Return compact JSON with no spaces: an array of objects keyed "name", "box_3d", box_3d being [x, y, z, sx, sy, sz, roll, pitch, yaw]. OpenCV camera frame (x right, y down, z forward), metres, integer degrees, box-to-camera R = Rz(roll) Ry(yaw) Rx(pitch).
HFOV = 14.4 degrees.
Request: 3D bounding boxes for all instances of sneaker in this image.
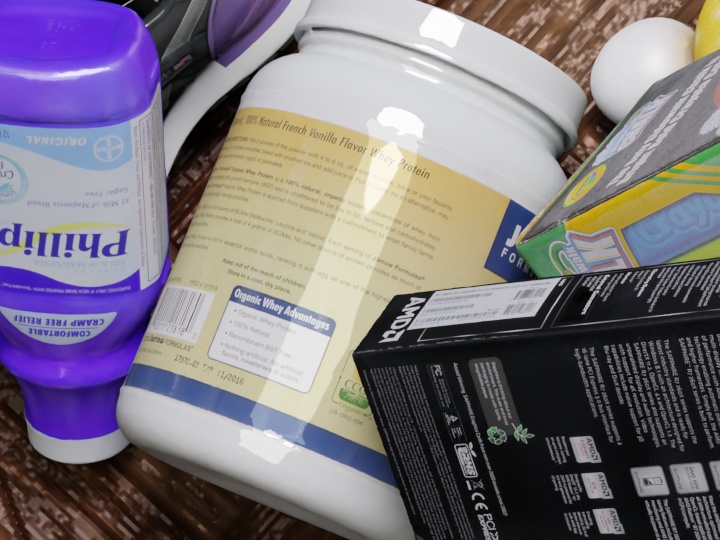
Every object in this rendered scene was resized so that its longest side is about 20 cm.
[{"name":"sneaker","box_3d":[-0.111,-0.081,1.188,0.200,0.087,0.076,-51,54,16]}]

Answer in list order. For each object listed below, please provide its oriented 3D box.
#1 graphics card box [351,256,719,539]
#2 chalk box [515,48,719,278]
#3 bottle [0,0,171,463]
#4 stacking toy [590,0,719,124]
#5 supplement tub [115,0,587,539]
[{"name":"graphics card box","box_3d":[0.108,0.062,1.022,0.199,0.051,0.126,-8,115,27]},{"name":"chalk box","box_3d":[0.156,-0.012,1.088,0.124,0.200,0.124,50,51,-9]},{"name":"bottle","box_3d":[-0.119,-0.012,1.153,0.083,0.201,0.065,4,36,5]},{"name":"stacking toy","box_3d":[0.187,-0.089,1.158,0.199,0.146,0.147,-12,76,23]},{"name":"supplement tub","box_3d":[0.000,0.000,1.147,0.144,0.144,0.201,21,83,13]}]
